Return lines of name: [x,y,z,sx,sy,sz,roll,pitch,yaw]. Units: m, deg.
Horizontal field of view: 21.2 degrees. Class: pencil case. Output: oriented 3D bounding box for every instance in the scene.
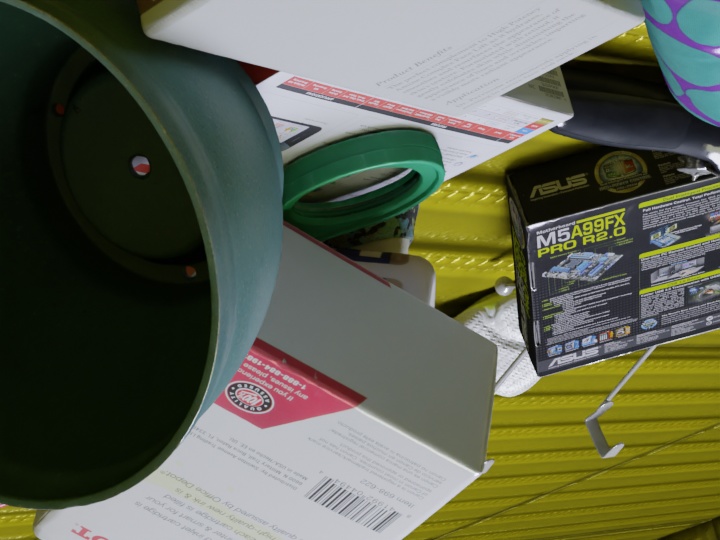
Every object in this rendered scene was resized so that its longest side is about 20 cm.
pencil case: [0.165,-0.125,0.819,0.092,0.086,0.200,11,170,14]

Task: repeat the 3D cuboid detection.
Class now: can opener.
can opener: [0.155,-0.085,1.022,0.199,0.079,0.063,1,-163,-36]

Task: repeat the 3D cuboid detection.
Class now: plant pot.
plant pot: [-0.110,-0.028,0.753,0.199,0.201,0.134,-25,-173,32]

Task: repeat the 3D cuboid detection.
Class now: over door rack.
over door rack: [0.152,0.045,1.342,0.147,0.067,0.201,-3,130,-37]

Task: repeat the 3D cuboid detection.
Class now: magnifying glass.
magnifying glass: [-0.045,-0.020,0.924,0.199,0.023,0.079,-28,160,31]

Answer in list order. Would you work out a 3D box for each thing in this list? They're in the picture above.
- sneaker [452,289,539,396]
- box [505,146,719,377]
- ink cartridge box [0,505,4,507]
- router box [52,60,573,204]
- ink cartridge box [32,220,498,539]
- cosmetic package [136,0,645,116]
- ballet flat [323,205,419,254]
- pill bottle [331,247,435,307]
sneaker: [0.071,0.062,1.433,0.199,0.076,0.105,-32,-165,10]
box: [0.193,-0.019,1.183,0.198,0.044,0.161,-15,142,-3]
ink cartridge box: [-0.238,0.084,1.153,0.144,0.084,0.200,-20,164,16]
router box: [-0.028,-0.071,0.890,0.179,0.049,0.199,-25,161,32]
ink cartridge box: [-0.050,0.083,0.931,0.144,0.084,0.200,29,133,-18]
cosmetic package: [0.012,-0.121,0.720,0.101,0.075,0.199,-25,159,31]
ballet flat: [0.000,0.000,1.122,0.074,0.075,0.200,-12,164,-10]
pill bottle: [-0.062,0.041,1.036,0.198,0.117,0.116,6,165,5]
